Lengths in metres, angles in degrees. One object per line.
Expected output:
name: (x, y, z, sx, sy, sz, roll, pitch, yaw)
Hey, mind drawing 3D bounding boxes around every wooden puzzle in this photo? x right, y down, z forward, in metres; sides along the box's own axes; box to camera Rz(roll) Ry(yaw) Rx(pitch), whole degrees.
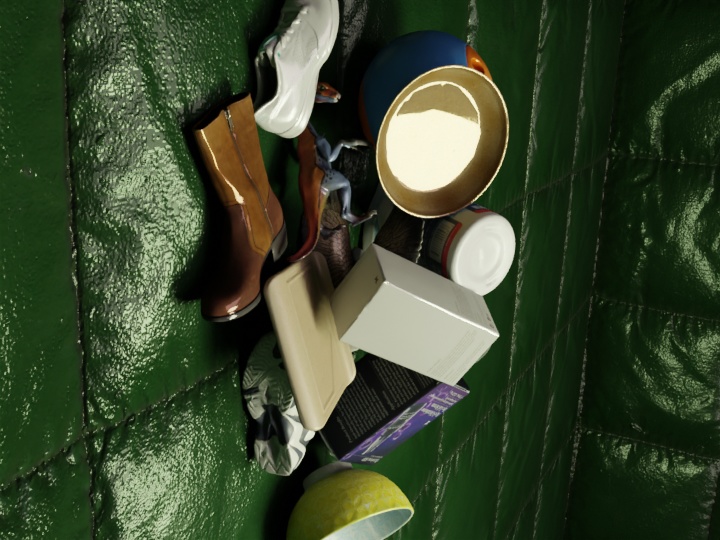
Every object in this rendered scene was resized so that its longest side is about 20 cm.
wooden puzzle: (-0.064, 0.082, 1.105, 0.200, 0.037, 0.189, -38, 114, -73)

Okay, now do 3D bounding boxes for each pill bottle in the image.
pill bottle: (0.116, -0.053, 1.275, 0.118, 0.199, 0.122, -16, 119, -30)

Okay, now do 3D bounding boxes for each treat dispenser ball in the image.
treat dispenser ball: (0.095, -0.238, 1.265, 0.200, 0.197, 0.205, -34, 129, -56)

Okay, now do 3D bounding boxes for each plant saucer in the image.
plant saucer: (0.102, -0.170, 1.157, 0.196, 0.035, 0.204, -11, 119, -21)

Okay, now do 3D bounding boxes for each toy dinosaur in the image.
toy dinosaur: (-0.048, -0.138, 1.104, 0.184, 0.104, 0.200, 63, 33, -8)

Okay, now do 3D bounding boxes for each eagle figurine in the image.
eagle figurine: (-0.003, -0.005, 1.231, 0.150, 0.151, 0.203, -20, 135, -29)

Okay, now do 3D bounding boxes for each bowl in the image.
bowl: (-0.031, 0.347, 1.298, 0.109, 0.198, 0.200, 62, 11, 27)

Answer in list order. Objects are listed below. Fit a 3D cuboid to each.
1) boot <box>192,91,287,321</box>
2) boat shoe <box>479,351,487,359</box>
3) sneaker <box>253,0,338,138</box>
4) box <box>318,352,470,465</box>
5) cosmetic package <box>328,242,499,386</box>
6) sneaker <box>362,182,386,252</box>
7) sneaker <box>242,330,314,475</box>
boot: (-0.143, -0.069, 0.980, 0.189, 0.067, 0.203, -54, 143, -43)
boat shoe: (0.142, 0.078, 1.376, 0.074, 0.065, 0.202, -45, 140, 2)
sneaker: (-0.085, -0.264, 1.039, 0.088, 0.074, 0.205, 11, 90, -53)
box: (0.042, 0.187, 1.305, 0.199, 0.105, 0.148, -39, 156, 10)
cosmetic package: (0.070, 0.061, 1.151, 0.198, 0.108, 0.086, 26, 28, -29)
sneaker: (0.060, -0.087, 1.386, 0.074, 0.080, 0.204, 36, 66, -61)
sneaker: (-0.089, 0.153, 1.169, 0.130, 0.078, 0.203, -46, 134, -59)
